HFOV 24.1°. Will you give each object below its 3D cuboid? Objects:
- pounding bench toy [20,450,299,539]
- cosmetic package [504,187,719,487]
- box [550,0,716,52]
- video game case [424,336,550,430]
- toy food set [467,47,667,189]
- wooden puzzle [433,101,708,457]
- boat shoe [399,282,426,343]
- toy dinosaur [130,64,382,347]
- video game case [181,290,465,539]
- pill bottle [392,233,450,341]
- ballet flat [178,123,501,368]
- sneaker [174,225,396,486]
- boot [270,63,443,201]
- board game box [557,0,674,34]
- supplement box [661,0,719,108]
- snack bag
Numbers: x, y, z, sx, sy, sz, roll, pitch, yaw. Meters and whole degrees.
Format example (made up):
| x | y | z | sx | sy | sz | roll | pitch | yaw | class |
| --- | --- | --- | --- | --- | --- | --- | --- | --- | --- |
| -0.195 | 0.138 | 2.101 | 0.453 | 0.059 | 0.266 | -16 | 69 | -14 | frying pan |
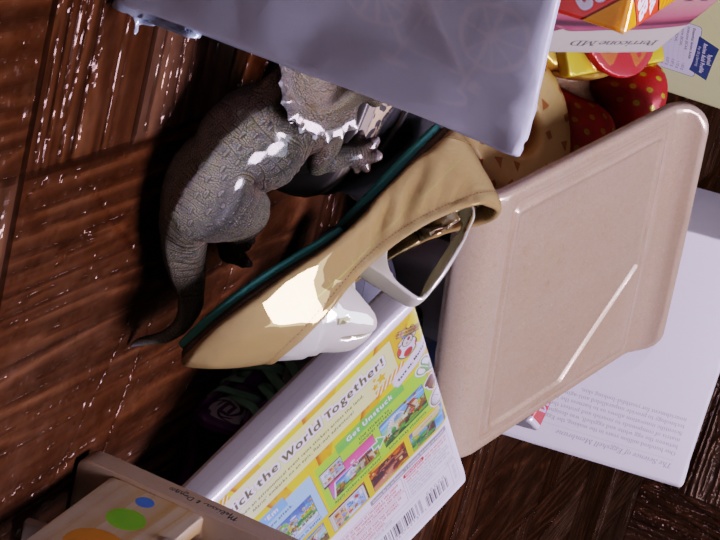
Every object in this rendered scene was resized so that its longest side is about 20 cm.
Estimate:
| x | y | z | sx | sy | sz | roll | pitch | yaw | class |
| --- | --- | --- | --- | --- | --- | --- | --- | --- | --- |
| -0.081 | 0.193 | 0.714 | 0.156 | 0.199 | 0.125 | -34 | 142 | -63 | pounding bench toy |
| 0.181 | 0.029 | 1.292 | 0.123 | 0.198 | 0.201 | -59 | 164 | -68 | cosmetic package |
| 0.142 | -0.203 | 0.885 | 0.200 | 0.127 | 0.110 | 139 | -53 | -65 | box |
| 0.100 | 0.003 | 1.151 | 0.017 | 0.142 | 0.201 | 45 | 64 | -46 | video game case |
| 0.113 | -0.141 | 1.019 | 0.199 | 0.049 | 0.199 | -14 | 97 | -33 | toy food set |
| 0.121 | 0.002 | 1.016 | 0.199 | 0.037 | 0.186 | -23 | 133 | -35 | wooden puzzle |
| 0.011 | 0.040 | 1.048 | 0.068 | 0.071 | 0.200 | -63 | 155 | -15 | boat shoe |
| -0.051 | -0.050 | 0.765 | 0.200 | 0.077 | 0.102 | -39 | 162 | 9 | toy dinosaur |
| -0.028 | 0.130 | 0.905 | 0.200 | 0.023 | 0.182 | -43 | 145 | -19 | video game case |
| 0.093 | -0.056 | 1.100 | 0.201 | 0.112 | 0.113 | -61 | 161 | -24 | pill bottle |
| 0.000 | 0.000 | 0.807 | 0.200 | 0.063 | 0.069 | -41 | -179 | -32 | ballet flat |
| -0.043 | 0.063 | 0.901 | 0.201 | 0.074 | 0.088 | -67 | 158 | -6 | sneaker |
| 0.023 | -0.121 | 0.883 | 0.201 | 0.073 | 0.151 | -66 | 162 | 1 | boot |
| 0.063 | -0.233 | 0.659 | 0.200 | 0.199 | 0.201 | -37 | 143 | -60 | board game box |
| 0.245 | -0.241 | 1.204 | 0.135 | 0.199 | 0.201 | -58 | 160 | -32 | supplement box |
| 0.000 | -0.150 | 0.584 | 0.021 | 0.188 | 0.201 | -45 | 151 | -50 | snack bag |
